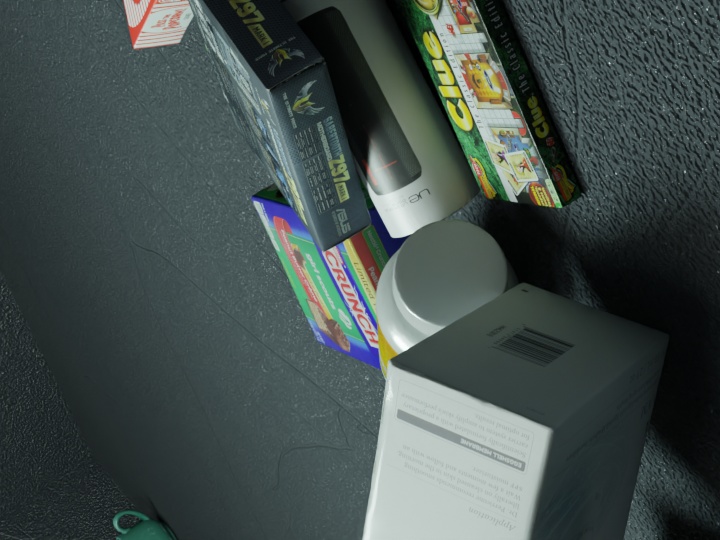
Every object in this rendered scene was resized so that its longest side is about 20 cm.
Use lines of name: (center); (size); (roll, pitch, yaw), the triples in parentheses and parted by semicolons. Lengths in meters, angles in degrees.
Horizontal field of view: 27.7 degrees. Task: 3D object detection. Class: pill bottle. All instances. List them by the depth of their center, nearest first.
pill bottle: (0.068, 0.037, 1.134); (0.113, 0.112, 0.200); (50, 168, 18)

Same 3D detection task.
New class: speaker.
speaker: (0.013, -0.128, 1.100); (0.201, 0.081, 0.081); (62, 160, -12)

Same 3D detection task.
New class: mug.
mug: (-0.504, 0.663, 3.517); (0.152, 0.114, 0.186); (36, 151, 47)

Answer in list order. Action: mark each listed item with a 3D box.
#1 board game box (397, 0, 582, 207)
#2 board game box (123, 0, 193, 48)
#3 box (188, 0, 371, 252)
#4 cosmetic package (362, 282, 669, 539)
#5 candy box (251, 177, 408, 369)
board game box: (0.081, -0.137, 1.010); (0.201, 0.023, 0.105); (64, 162, -18)
board game box: (-0.181, -0.309, 1.244); (0.151, 0.046, 0.202); (151, 107, -71)
box: (-0.063, -0.130, 1.096); (0.158, 0.051, 0.201); (56, 171, 34)
cosmetic package: (0.102, 0.141, 0.983); (0.122, 0.199, 0.202); (21, 115, 26)
candy box: (0.000, 0.000, 1.332); (0.200, 0.077, 0.170); (17, 136, 60)
